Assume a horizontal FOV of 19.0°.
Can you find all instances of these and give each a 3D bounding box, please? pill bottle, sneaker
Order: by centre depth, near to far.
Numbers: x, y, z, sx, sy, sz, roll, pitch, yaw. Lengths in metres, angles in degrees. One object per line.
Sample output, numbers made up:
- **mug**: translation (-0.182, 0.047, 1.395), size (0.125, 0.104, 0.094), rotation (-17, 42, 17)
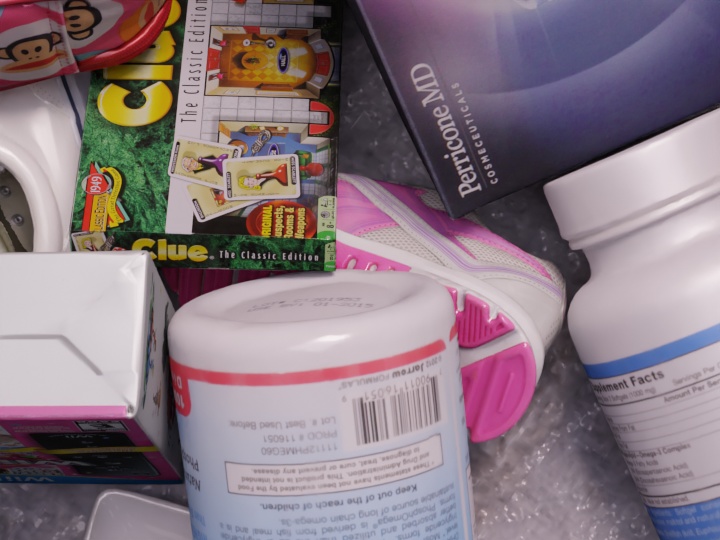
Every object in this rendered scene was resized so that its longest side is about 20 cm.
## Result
- **pill bottle**: translation (-0.009, 0.106, 0.821), size (0.109, 0.109, 0.200), rotation (-6, 101, -1)
- **pill bottle**: translation (0.151, 0.040, 0.862), size (0.112, 0.112, 0.200), rotation (-23, 92, -4)
- **sneaker**: translation (-0.153, -0.072, 0.903), size (0.071, 0.073, 0.200), rotation (-20, 80, -43)
- **sneaker**: translation (0.000, 0.000, 0.905), size (0.200, 0.088, 0.081), rotation (29, 121, 20)

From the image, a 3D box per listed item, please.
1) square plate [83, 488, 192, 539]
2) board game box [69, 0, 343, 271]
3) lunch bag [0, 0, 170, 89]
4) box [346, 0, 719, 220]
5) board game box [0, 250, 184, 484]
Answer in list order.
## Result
- **square plate**: translation (-0.038, 0.210, 0.892), size (0.200, 0.028, 0.198), rotation (15, 82, 2)
- **board game box**: translation (-0.059, -0.082, 0.891), size (0.105, 0.023, 0.200), rotation (0, 49, 1)
- **lunch bag**: translation (-0.182, -0.157, 0.850), size (0.200, 0.082, 0.176), rotation (-11, 73, -4)
- **box**: translation (0.080, -0.157, 0.837), size (0.198, 0.123, 0.200), rotation (-23, 125, 4)
- **board game box**: translation (-0.146, 0.042, 0.830), size (0.147, 0.200, 0.064), rotation (0, 79, 1)
